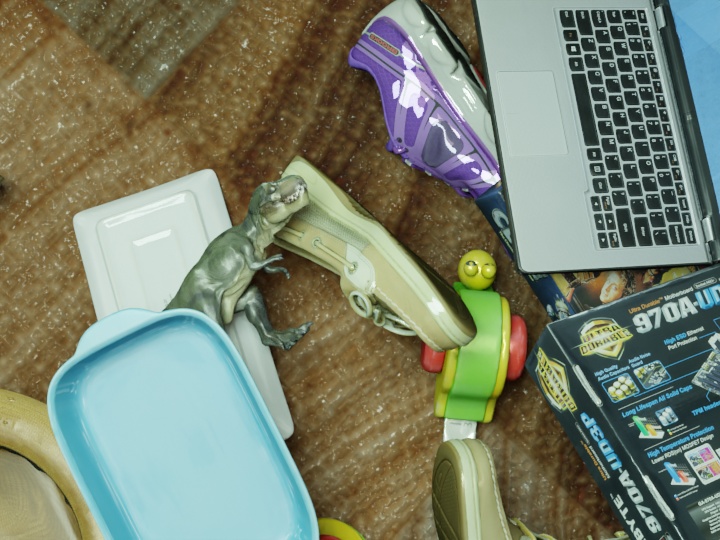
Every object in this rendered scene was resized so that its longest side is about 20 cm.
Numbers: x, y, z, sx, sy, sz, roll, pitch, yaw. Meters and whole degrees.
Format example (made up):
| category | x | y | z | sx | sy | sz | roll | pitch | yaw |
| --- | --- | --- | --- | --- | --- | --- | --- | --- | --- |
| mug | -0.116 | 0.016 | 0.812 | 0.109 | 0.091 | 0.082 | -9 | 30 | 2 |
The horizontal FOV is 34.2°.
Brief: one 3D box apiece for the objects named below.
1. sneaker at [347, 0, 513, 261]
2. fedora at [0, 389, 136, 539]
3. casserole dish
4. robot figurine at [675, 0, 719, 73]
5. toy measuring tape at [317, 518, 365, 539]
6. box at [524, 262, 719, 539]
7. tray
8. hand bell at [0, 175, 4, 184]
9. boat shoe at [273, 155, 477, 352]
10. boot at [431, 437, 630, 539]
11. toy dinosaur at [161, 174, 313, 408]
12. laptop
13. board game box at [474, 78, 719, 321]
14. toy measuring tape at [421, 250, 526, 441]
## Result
| category | x | y | z | sx | sy | sz | roll | pitch | yaw |
| --- | --- | --- | --- | --- | --- | --- | --- | --- | --- |
| sneaker | 0.064 | -0.087 | 0.802 | 0.083 | 0.080 | 0.201 | -35 | 84 | 21 |
| fedora | -0.232 | 0.175 | 0.747 | 0.197 | 0.082 | 0.204 | -1 | 80 | 3 |
| casserole dish | -0.104 | 0.116 | 0.700 | 0.120 | 0.039 | 0.202 | -26 | 96 | 0 |
| robot figurine | 0.288 | -0.130 | 0.775 | 0.198 | 0.116 | 0.177 | 25 | 76 | 4 |
| toy measuring tape | -0.038 | 0.163 | 0.763 | 0.073 | 0.074 | 0.202 | -22 | 69 | -3 |
| box | 0.219 | 0.078 | 0.679 | 0.197 | 0.046 | 0.160 | -17 | 60 | -24 |
| tray | -0.122 | 0.031 | 0.779 | 0.106 | 0.022 | 0.203 | -18 | 71 | -4 |
| hand bell | -0.307 | 0.027 | 0.777 | 0.102 | 0.104 | 0.204 | 11 | 93 | 2 |
| boat shoe | -0.002 | -0.001 | 0.745 | 0.063 | 0.073 | 0.201 | -49 | 51 | 3 |
| boot | 0.131 | 0.179 | 0.729 | 0.152 | 0.072 | 0.203 | -16 | 108 | -6 |
| toy dinosaur | -0.088 | 0.031 | 0.739 | 0.200 | 0.047 | 0.088 | -44 | 89 | 6 |
| laptop | 0.185 | -0.109 | 0.682 | 0.196 | 0.116 | 0.190 | -3 | 70 | -12 |
| board game box | 0.180 | -0.002 | 0.755 | 0.135 | 0.035 | 0.201 | -38 | 99 | -22 |
| toy measuring tape | 0.070 | 0.086 | 0.759 | 0.072 | 0.074 | 0.204 | 5 | 81 | 1 |
